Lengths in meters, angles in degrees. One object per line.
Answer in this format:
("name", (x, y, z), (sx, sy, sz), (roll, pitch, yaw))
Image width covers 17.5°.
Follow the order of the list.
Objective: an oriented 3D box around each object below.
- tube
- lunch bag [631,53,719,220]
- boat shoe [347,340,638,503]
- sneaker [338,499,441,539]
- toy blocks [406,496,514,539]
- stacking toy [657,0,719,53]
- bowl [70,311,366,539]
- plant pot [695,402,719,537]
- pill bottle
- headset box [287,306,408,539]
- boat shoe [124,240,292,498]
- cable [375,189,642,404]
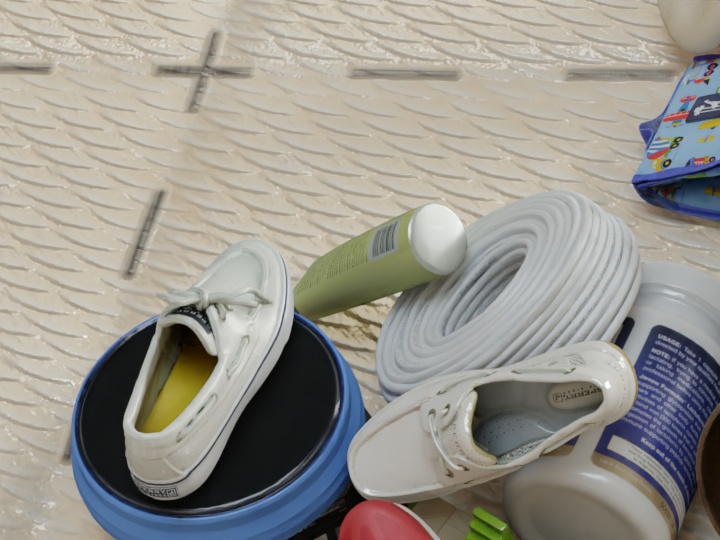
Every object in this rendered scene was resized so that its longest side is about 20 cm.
("tube", (0.000, 0.000, 1.664), (0.058, 0.200, 0.052), (-2, 78, -36))
("lunch bag", (0.303, -0.102, 1.743), (0.199, 0.094, 0.151), (0, 44, 31))
("boat shoe", (0.071, 0.096, 1.451), (0.199, 0.071, 0.069), (-24, -1, 21))
("sneaker", (0.021, 0.212, 1.384), (0.078, 0.116, 0.201), (-31, 59, 11))
("toy blocks", (0.064, 0.235, 1.468), (0.199, 0.100, 0.137), (29, 69, 33))
("stacking toy", (0.341, -0.235, 1.824), (0.198, 0.147, 0.147), (3, 43, -19))
("bowl", (-0.096, 0.100, 1.548), (0.199, 0.040, 0.202), (-6, 48, 7))
("plant pot", (0.332, 0.086, 1.502), (0.186, 0.188, 0.200), (11, 36, 21))
("pill bottle", (0.180, 0.097, 1.546), (0.115, 0.116, 0.201), (14, 52, 23))
("headset box", (-0.078, 0.114, 1.611), (0.148, 0.078, 0.200), (-25, 49, -12))
("boat shoe", (-0.104, 0.042, 1.505), (0.074, 0.086, 0.203), (11, 52, 21))
("cable", (0.098, 0.029, 1.573), (0.200, 0.069, 0.200), (-37, 20, 25))
